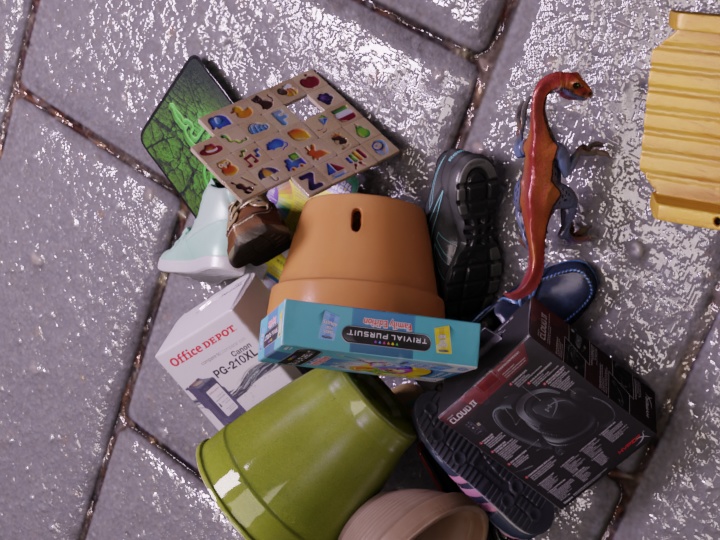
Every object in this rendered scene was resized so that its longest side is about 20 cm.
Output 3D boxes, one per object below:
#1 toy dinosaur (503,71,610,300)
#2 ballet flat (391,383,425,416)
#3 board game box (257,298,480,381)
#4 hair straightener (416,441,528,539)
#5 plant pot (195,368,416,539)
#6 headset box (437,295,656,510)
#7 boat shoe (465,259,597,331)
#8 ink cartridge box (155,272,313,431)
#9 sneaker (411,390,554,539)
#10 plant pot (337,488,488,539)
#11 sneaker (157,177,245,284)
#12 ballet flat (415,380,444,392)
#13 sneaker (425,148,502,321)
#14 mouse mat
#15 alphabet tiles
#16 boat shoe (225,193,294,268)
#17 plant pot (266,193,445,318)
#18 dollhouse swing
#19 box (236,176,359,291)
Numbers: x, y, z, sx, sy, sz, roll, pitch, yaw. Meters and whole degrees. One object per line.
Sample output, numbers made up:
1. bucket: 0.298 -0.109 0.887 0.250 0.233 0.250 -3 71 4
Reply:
1. toy dinosaur: 0.200 -0.103 1.410 0.103 0.201 0.183 1 132 17
2. ballet flat: -0.005 0.192 1.640 0.199 0.063 0.069 -38 78 32
3. board game box: 0.005 0.074 1.394 0.151 0.197 0.048 142 134 -74
4. hair straightener: 0.140 0.274 1.576 0.077 0.041 0.202 -30 82 33
5. plant pot: -0.045 0.201 1.520 0.193 0.200 0.201 -44 75 10
6. headset box: 0.189 0.136 1.445 0.199 0.078 0.149 37 121 -12
7. boat shoe: 0.171 0.063 1.487 0.199 0.069 0.085 -39 87 22
8. ink cartridge box: -0.126 0.125 1.650 0.144 0.085 0.201 -30 107 33
9. sneaker: 0.122 0.222 1.522 0.200 0.070 0.082 48 154 4
10. plant pot: 0.037 0.305 1.486 0.093 0.199 0.203 40 118 32
11. sneaker: -0.187 -0.049 1.702 0.200 0.073 0.120 -7 72 59
12. ballet flat: 0.136 0.161 1.556 0.200 0.046 0.068 45 151 16
13. sneaker: 0.112 -0.039 1.530 0.079 0.074 0.203 34 126 55
14. mouse mat: -0.191 -0.146 1.718 0.201 0.007 0.161 52 126 15
15. alphabet tiles: -0.082 -0.144 1.541 0.167 0.199 0.008 45 147 28
16. boat shoe: -0.122 -0.050 1.540 0.075 0.200 0.075 -28 87 0
17. plant pot: 0.000 0.000 1.512 0.198 0.199 0.142 -2 76 33
18. dollhouse swing: 0.329 -0.136 1.298 0.180 0.175 0.203 12 106 30
19. box: -0.067 -0.046 1.646 0.117 0.048 0.202 33 117 24
